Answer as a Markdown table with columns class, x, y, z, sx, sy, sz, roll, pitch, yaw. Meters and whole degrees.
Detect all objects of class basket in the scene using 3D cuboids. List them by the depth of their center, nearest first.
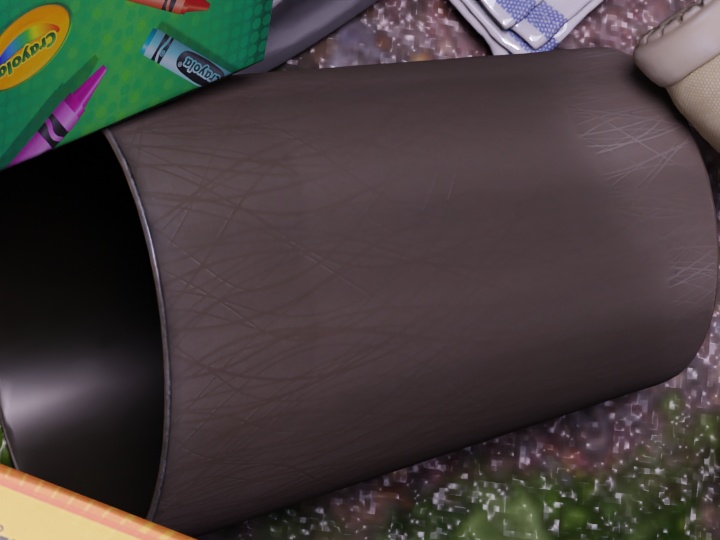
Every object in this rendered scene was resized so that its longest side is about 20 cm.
| class | x | y | z | sx | sy | sz | roll | pitch | yaw |
| --- | --- | --- | --- | --- | --- | --- | --- | --- | --- |
| basket | 0.000 | 0.000 | 0.787 | 0.199 | 0.180 | 0.137 | -12 | 69 | -24 |

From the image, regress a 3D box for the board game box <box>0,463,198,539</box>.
| class | x | y | z | sx | sy | sz | roll | pitch | yaw |
| --- | --- | --- | --- | --- | --- | --- | --- | --- | --- |
| board game box | -0.139 | 0.161 | 0.688 | 0.199 | 0.200 | 0.201 | 22 | 72 | -6 |

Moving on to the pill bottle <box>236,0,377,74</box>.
| class | x | y | z | sx | sy | sz | roll | pitch | yaw |
| --- | --- | --- | --- | --- | --- | --- | --- | --- | --- |
| pill bottle | -0.063 | -0.172 | 0.836 | 0.113 | 0.114 | 0.201 | -32 | 84 | -18 |

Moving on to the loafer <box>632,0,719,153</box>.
| class | x | y | z | sx | sy | sz | roll | pitch | yaw |
| --- | --- | --- | --- | --- | --- | --- | --- | --- | --- |
| loafer | 0.159 | -0.072 | 0.828 | 0.199 | 0.075 | 0.069 | -24 | 87 | -48 |

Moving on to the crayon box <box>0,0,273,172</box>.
| class | x | y | z | sx | sy | sz | roll | pitch | yaw |
| --- | --- | --- | --- | --- | --- | --- | --- | --- | --- |
| crayon box | -0.133 | -0.109 | 0.712 | 0.199 | 0.059 | 0.118 | 34 | 42 | 30 |

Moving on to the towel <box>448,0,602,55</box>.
| class | x | y | z | sx | sy | sz | roll | pitch | yaw |
| --- | --- | --- | --- | --- | --- | --- | --- | --- | --- |
| towel | 0.079 | -0.180 | 0.917 | 0.200 | 0.024 | 0.147 | -40 | 84 | -20 |
